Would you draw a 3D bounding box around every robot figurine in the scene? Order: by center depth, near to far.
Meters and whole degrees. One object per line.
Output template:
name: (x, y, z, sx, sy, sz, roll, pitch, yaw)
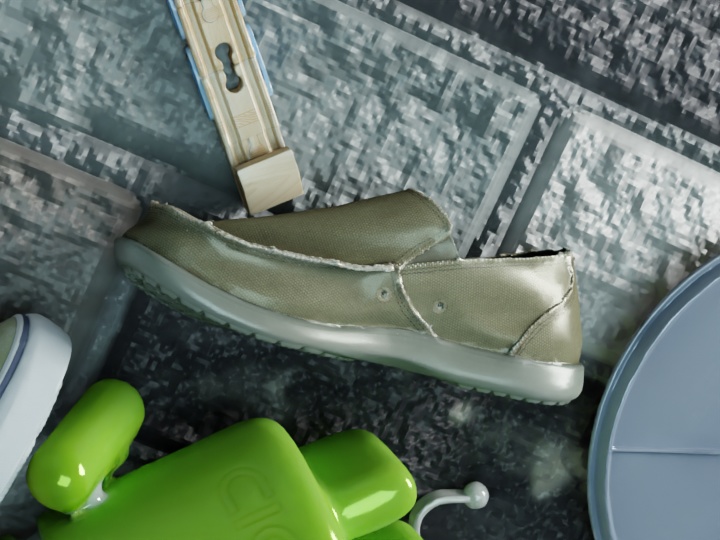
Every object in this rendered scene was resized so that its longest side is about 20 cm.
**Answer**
robot figurine: (-0.068, 0.132, 0.898, 0.199, 0.116, 0.176, -25, 109, -9)

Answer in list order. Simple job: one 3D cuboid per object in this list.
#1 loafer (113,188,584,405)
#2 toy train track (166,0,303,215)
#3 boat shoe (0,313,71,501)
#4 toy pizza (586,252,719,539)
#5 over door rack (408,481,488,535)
loafer: (0.000, 0.000, 0.913, 0.199, 0.075, 0.070, 14, 89, -25)
toy train track: (-0.060, -0.113, 0.876, 0.114, 0.033, 0.201, -22, 111, -10)
boat shoe: (-0.184, 0.093, 0.878, 0.062, 0.072, 0.200, 36, 94, -17)
toy pizza: (0.186, 0.074, 1.005, 0.199, 0.032, 0.202, -5, 108, -16)
over door rack: (0.087, 0.195, 0.948, 0.066, 0.148, 0.201, -22, 110, -4)
